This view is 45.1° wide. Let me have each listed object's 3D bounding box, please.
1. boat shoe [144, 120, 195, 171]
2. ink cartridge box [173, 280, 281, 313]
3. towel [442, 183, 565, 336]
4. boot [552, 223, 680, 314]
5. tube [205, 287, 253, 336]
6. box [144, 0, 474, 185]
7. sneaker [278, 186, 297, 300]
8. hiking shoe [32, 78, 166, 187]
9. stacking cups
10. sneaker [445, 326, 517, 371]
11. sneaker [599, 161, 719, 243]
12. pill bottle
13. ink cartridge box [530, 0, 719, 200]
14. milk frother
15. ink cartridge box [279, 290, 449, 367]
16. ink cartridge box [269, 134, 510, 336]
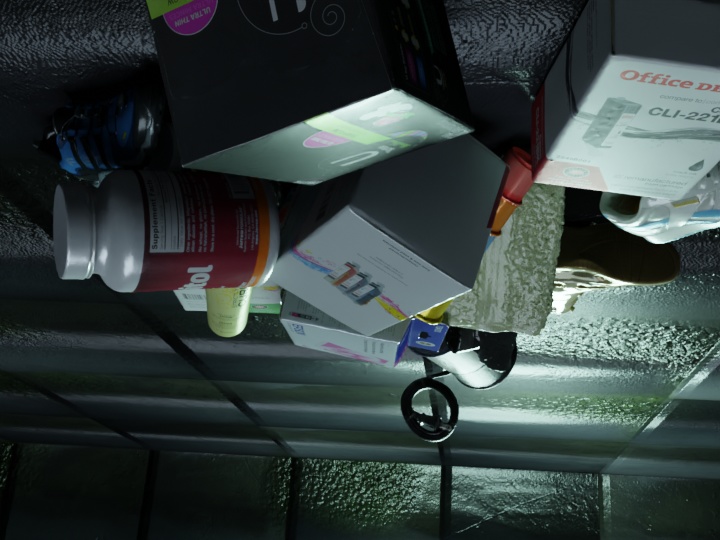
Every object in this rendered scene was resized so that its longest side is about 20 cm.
[{"bbox_3d":[-0.212,-0.101,0.928,0.065,0.071,0.199,-3,163,-34],"label":"boat shoe"},{"bbox_3d":[-0.170,-0.019,1.095,0.142,0.089,0.201,2,160,3],"label":"ink cartridge box"},{"bbox_3d":[0.152,-0.017,0.964,0.145,0.037,0.203,3,120,2],"label":"towel"},{"bbox_3d":[0.285,0.005,1.085,0.196,0.074,0.156,2,158,10],"label":"boot"},{"bbox_3d":[-0.153,0.017,1.006,0.058,0.052,0.201,-32,163,-24],"label":"tube"},{"bbox_3d":[-0.024,-0.141,0.584,0.146,0.127,0.199,-16,177,21],"label":"box"},{"bbox_3d":[-0.065,-0.025,1.042,0.069,0.095,0.201,4,156,6],"label":"sneaker"},{"bbox_3d":[-0.252,-0.131,0.838,0.086,0.076,0.199,17,156,-31],"label":"hiking shoe"},{"bbox_3d":[0.115,-0.034,0.899,0.060,0.061,0.201,17,122,-32],"label":"stacking cups"},{"bbox_3d":[0.171,0.045,1.138,0.102,0.060,0.203,-3,120,-21],"label":"sneaker"},{"bbox_3d":[0.322,-0.083,0.852,0.079,0.078,0.200,15,154,-22],"label":"sneaker"},{"bbox_3d":[-0.185,-0.038,0.827,0.197,0.115,0.113,-2,164,-28],"label":"pill bottle"},{"bbox_3d":[0.233,-0.143,0.700,0.141,0.085,0.201,6,158,-3],"label":"ink cartridge box"},{"bbox_3d":[0.117,0.139,1.288,0.178,0.204,0.188,-4,158,31],"label":"milk frother"},{"bbox_3d":[0.005,0.082,1.081,0.196,0.044,0.197,13,166,5],"label":"ink cartridge box"},{"bbox_3d":[0.020,-0.048,0.857,0.143,0.147,0.199,31,151,-19],"label":"ink cartridge box"}]
